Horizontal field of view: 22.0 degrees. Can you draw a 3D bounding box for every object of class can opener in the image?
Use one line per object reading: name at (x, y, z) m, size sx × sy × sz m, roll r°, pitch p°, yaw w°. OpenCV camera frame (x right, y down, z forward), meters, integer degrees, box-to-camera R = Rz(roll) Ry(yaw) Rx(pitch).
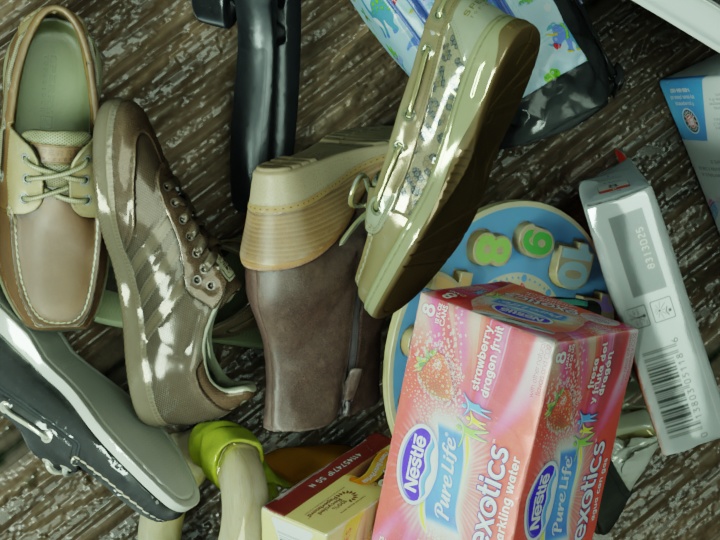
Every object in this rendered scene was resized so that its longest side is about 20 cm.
can opener at (-0.061, -0.135, 1.182) m, size 0.063 × 0.078 × 0.202 m, roll -14°, pitch 104°, yaw -51°

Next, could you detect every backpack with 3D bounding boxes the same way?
backpack at (0.062, -0.175, 1.153) m, size 0.153 × 0.163 × 0.201 m, roll -20°, pitch 98°, yaw 5°

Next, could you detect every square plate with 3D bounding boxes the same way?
square plate at (0.182, -0.191, 1.160) m, size 0.197 × 0.200 × 0.029 m, roll 28°, pitch 110°, yaw -9°

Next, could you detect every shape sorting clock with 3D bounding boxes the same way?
shape sorting clock at (0.096, 0.054, 1.209) m, size 0.199 × 0.039 × 0.202 m, roll -13°, pitch 109°, yaw -40°

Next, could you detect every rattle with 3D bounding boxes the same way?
rattle at (-0.074, 0.204, 1.173) m, size 0.142 × 0.129 × 0.202 m, roll 23°, pitch 64°, yaw -50°

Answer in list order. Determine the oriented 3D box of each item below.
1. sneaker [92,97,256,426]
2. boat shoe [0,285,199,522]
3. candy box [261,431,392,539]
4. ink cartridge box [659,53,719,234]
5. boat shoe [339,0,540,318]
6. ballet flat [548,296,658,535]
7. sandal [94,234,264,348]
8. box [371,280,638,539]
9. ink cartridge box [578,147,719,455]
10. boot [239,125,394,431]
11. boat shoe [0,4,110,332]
sneaker at (-0.110, -0.008, 1.115) m, size 0.075 × 0.070 × 0.202 m, roll -7°, pitch 102°, yaw 7°
boat shoe at (-0.183, 0.088, 1.131) m, size 0.200 × 0.074 × 0.060 m, roll 43°, pitch 101°, yaw 9°
candy box at (-0.006, 0.218, 1.160) m, size 0.115 × 0.055 × 0.202 m, roll -27°, pitch 127°, yaw -46°
ink cartridge box at (0.294, -0.051, 1.224) m, size 0.084 × 0.144 × 0.201 m, roll -24°, pitch 100°, yaw -11°
boat shoe at (0.040, -0.066, 1.087) m, size 0.062 × 0.073 × 0.201 m, roll 32°, pitch 111°, yaw 20°
ballet flat at (0.154, 0.096, 1.194) m, size 0.068 × 0.068 × 0.201 m, roll -16°, pitch 129°, yaw 11°
sandal at (-0.088, 0.013, 1.177) m, size 0.199 × 0.057 × 0.081 m, roll 0°, pitch 95°, yaw -19°
box at (0.080, 0.117, 1.093) m, size 0.094 × 0.102 × 0.202 m, roll -5°, pitch 111°, yaw -51°
ink cartridge box at (0.177, 0.012, 1.180) m, size 0.050 × 0.200 × 0.163 m, roll -19°, pitch 99°, yaw 3°
boot at (0.000, 0.000, 1.172) m, size 0.199 × 0.072 × 0.168 m, roll -20°, pitch 112°, yaw -46°
boat shoe at (-0.189, -0.065, 1.117) m, size 0.075 × 0.074 × 0.202 m, roll -3°, pitch 79°, yaw -11°
